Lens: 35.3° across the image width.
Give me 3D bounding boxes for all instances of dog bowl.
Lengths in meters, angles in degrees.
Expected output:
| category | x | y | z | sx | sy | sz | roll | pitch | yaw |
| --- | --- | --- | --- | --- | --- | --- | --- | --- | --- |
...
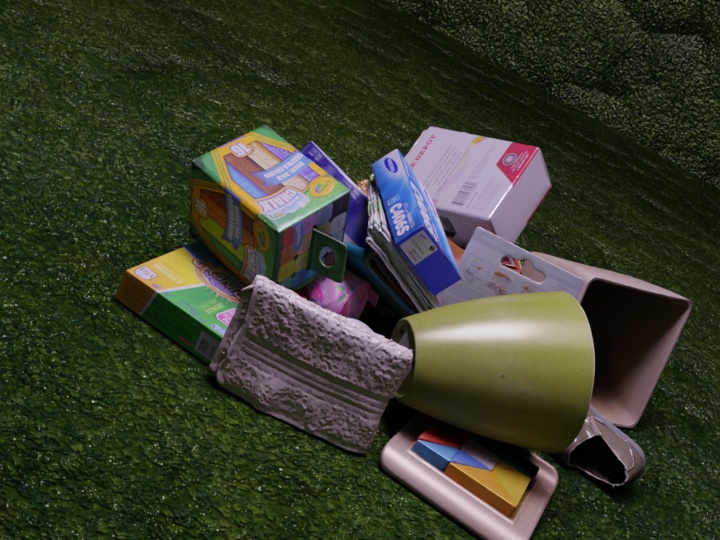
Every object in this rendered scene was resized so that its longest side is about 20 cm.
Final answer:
| category | x | y | z | sx | sy | sz | roll | pitch | yaw |
| --- | --- | --- | --- | --- | --- | --- | --- | --- | --- |
| dog bowl | -0.026 | -0.086 | 1.601 | 0.200 | 0.079 | 0.200 | 45 | 3 | -3 |

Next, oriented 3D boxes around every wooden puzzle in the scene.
| category | x | y | z | sx | sy | sz | roll | pitch | yaw |
| --- | --- | --- | --- | --- | --- | --- | --- | --- | --- |
| wooden puzzle | 0.132 | 0.221 | 1.292 | 0.184 | 0.038 | 0.200 | 33 | 24 | 12 |

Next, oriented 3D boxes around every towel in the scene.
| category | x | y | z | sx | sy | sz | roll | pitch | yaw |
| --- | --- | --- | --- | --- | --- | --- | --- | --- | --- |
| towel | -0.055 | 0.102 | 1.213 | 0.198 | 0.134 | 0.035 | 25 | 19 | -4 |
| towel | 0.051 | -0.031 | 1.445 | 0.150 | 0.030 | 0.201 | 55 | 12 | -20 |
| towel | 0.000 | 0.000 | 1.471 | 0.147 | 0.022 | 0.199 | 48 | -11 | -33 |

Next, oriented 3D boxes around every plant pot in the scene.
| category | x | y | z | sx | sy | sz | roll | pitch | yaw |
| --- | --- | --- | --- | --- | --- | --- | --- | --- | --- |
| plant pot | 0.307 | 0.080 | 1.598 | 0.198 | 0.202 | 0.177 | 12 | 18 | -31 |
| plant pot | 0.137 | 0.111 | 1.306 | 0.197 | 0.189 | 0.188 | 5 | 29 | -19 |

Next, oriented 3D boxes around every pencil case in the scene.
| category | x | y | z | sx | sy | sz | roll | pitch | yaw |
| --- | --- | --- | --- | --- | --- | --- | --- | --- | --- |
| pencil case | -0.073 | 0.000 | 1.457 | 0.199 | 0.088 | 0.087 | 36 | 25 | 22 |

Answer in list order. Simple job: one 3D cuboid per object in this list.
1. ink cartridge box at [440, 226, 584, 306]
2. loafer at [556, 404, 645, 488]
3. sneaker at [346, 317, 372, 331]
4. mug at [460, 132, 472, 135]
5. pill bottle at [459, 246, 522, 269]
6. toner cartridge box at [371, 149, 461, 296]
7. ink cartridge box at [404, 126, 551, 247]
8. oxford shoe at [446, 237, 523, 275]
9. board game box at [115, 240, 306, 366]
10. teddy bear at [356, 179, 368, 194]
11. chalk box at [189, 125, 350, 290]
| category | x | y | z | sx | sy | sz | roll | pitch | yaw |
| --- | --- | --- | --- | --- | --- | --- | --- | --- | --- |
| ink cartridge box | 0.174 | 0.055 | 1.471 | 0.158 | 0.202 | 0.047 | 25 | 21 | -5 |
| loafer | 0.271 | 0.203 | 1.432 | 0.198 | 0.076 | 0.070 | 32 | 19 | 10 |
| sneaker | 0.043 | 0.122 | 1.376 | 0.197 | 0.071 | 0.081 | 13 | 35 | -17 |
| mug | 0.167 | -0.115 | 1.770 | 0.146 | 0.177 | 0.200 | 26 | 1 | -20 |
| pill bottle | 0.151 | 0.022 | 1.625 | 0.112 | 0.114 | 0.199 | 35 | 24 | 17 |
| toner cartridge box | 0.068 | -0.063 | 1.415 | 0.095 | 0.043 | 0.201 | 53 | 12 | -32 |
| ink cartridge box | 0.151 | -0.116 | 1.626 | 0.198 | 0.148 | 0.086 | 16 | -30 | 40 |
| oxford shoe | 0.172 | 0.008 | 1.500 | 0.199 | 0.071 | 0.072 | 35 | 36 | -9 |
| board game box | -0.172 | 0.033 | 1.343 | 0.152 | 0.041 | 0.200 | 33 | 24 | 12 |
| teddy bear | -0.036 | -0.120 | 1.773 | 0.143 | 0.067 | 0.201 | 15 | 26 | -22 |
| chalk box | -0.097 | -0.056 | 1.355 | 0.123 | 0.126 | 0.199 | -30 | 57 | -35 |
